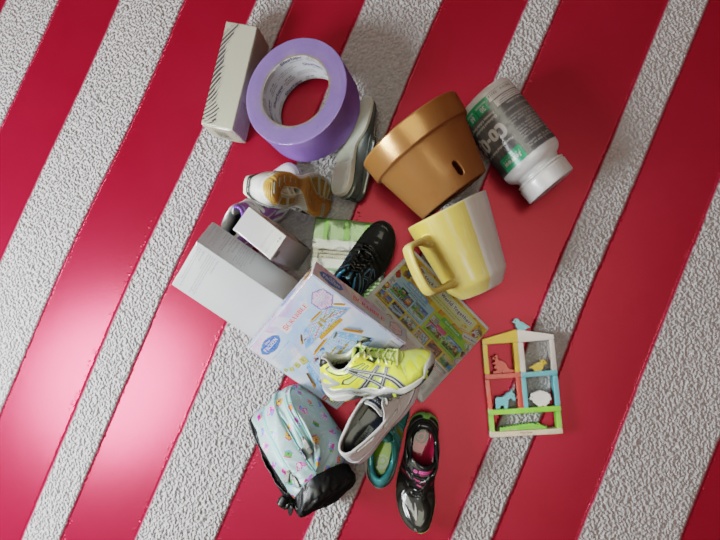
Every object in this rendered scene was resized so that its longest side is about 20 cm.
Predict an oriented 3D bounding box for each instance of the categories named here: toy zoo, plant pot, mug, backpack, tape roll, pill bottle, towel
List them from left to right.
[{"bbox_3d":[-0.099,0.303,1.029,0.126,0.167,0.201,-39,67,6],"label":"backpack"},{"bbox_3d":[-0.105,-0.311,1.094,0.195,0.085,0.205,-4,79,18],"label":"tape roll"},{"bbox_3d":[-0.026,0.008,1.109,0.145,0.031,0.205,6,83,4],"label":"towel"},{"bbox_3d":[0.123,-0.186,1.025,0.199,0.200,0.141,-37,87,2],"label":"plant pot"},{"bbox_3d":[0.164,-0.029,1.035,0.183,0.149,0.156,-25,91,-4],"label":"mug"},{"bbox_3d":[0.276,-0.227,1.050,0.112,0.113,0.202,-37,81,2],"label":"pill bottle"},{"bbox_3d":[0.285,0.188,1.058,0.128,0.020,0.205,-5,84,6],"label":"toy zoo"}]

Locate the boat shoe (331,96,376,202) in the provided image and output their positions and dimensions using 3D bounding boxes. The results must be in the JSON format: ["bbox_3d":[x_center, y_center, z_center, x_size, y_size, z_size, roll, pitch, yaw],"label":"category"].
[{"bbox_3d":[-0.002,-0.225,1.117,0.072,0.061,0.205,0,71,48],"label":"boat shoe"}]

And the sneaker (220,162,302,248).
[{"bbox_3d":[-0.182,-0.120,1.091,0.072,0.114,0.202,35,88,9],"label":"sneaker"}]

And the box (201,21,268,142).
[{"bbox_3d":[-0.237,-0.356,1.135,0.067,0.082,0.205,12,85,8],"label":"box"}]

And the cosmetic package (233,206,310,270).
[{"bbox_3d":[-0.148,-0.052,1.037,0.082,0.200,0.051,35,90,7],"label":"cosmetic package"}]

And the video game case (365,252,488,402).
[{"bbox_3d":[0.101,0.098,1.068,0.182,0.023,0.200,-44,84,-10],"label":"video game case"}]

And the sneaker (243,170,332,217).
[{"bbox_3d":[-0.126,-0.143,1.058,0.086,0.199,0.078,10,90,31],"label":"sneaker"}]

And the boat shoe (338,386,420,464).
[{"bbox_3d":[0.034,0.229,0.987,0.073,0.066,0.202,26,77,26],"label":"boat shoe"}]

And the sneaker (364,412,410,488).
[{"bbox_3d":[0.048,0.276,1.043,0.075,0.080,0.205,4,76,5],"label":"sneaker"}]

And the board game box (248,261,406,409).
[{"bbox_3d":[-0.057,0.117,1.012,0.198,0.041,0.200,37,117,-14],"label":"board game box"}]

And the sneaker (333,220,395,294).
[{"bbox_3d":[0.000,0.000,1.052,0.072,0.082,0.203,30,85,7],"label":"sneaker"}]

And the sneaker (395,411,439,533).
[{"bbox_3d":[0.098,0.351,1.032,0.075,0.084,0.205,2,85,7],"label":"sneaker"}]

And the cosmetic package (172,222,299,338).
[{"bbox_3d":[-0.215,0.025,1.052,0.198,0.082,0.113,36,119,-12],"label":"cosmetic package"}]

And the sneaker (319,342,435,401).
[{"bbox_3d":[0.023,0.157,0.959,0.196,0.076,0.078,-15,118,12],"label":"sneaker"}]
